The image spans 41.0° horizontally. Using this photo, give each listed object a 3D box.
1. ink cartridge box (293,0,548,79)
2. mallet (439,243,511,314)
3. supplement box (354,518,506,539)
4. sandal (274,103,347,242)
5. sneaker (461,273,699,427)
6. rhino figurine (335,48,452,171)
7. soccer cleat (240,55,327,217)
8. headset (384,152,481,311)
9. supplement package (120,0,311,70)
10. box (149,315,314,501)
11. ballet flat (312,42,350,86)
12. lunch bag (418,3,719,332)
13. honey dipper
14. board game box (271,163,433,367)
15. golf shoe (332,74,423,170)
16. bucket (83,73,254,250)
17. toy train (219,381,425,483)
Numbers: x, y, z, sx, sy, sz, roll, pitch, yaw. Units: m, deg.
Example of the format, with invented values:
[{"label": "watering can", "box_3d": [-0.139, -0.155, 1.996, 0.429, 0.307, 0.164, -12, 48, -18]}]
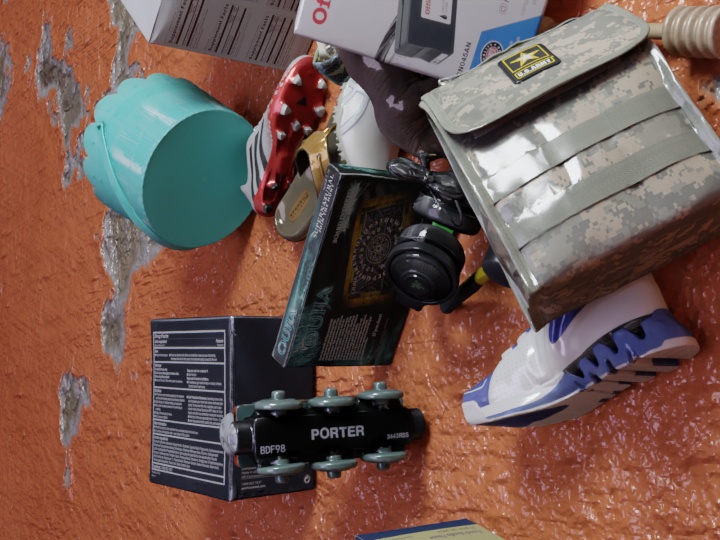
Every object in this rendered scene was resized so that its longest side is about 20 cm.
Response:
[{"label": "ink cartridge box", "box_3d": [0.054, -0.244, 0.814, 0.084, 0.198, 0.146, -93, 19, -72]}, {"label": "mallet", "box_3d": [0.102, 0.011, 0.823, 0.066, 0.041, 0.200, -61, 3, -29]}, {"label": "supplement box", "box_3d": [0.091, 0.340, 0.789, 0.199, 0.133, 0.202, 14, 99, 53]}, {"label": "sandal", "box_3d": [-0.049, -0.114, 1.071, 0.201, 0.054, 0.081, -54, 49, 28]}, {"label": "sneaker", "box_3d": [0.166, 0.047, 0.767, 0.199, 0.080, 0.116, -34, 57, 40]}, {"label": "rhino figurine", "box_3d": [0.049, -0.165, 0.902, 0.201, 0.087, 0.060, 60, 178, 0]}, {"label": "soccer cleat", "box_3d": [-0.097, -0.161, 1.134, 0.085, 0.068, 0.202, 39, 123, 42]}, {"label": "headset", "box_3d": [0.057, -0.040, 0.835, 0.200, 0.093, 0.124, 103, -168, -74]}, {"label": "supplement package", "box_3d": [-0.167, -0.354, 1.128, 0.192, 0.198, 0.148, 54, 128, 40]}, {"label": "box", "box_3d": [-0.154, 0.155, 1.139, 0.199, 0.122, 0.201, -5, 85, 51]}, {"label": "ballet flat", "box_3d": [-0.013, -0.300, 1.019, 0.074, 0.074, 0.202, 7, 90, 53]}, {"label": "lunch bag", "box_3d": [0.149, -0.089, 0.691, 0.163, 0.118, 0.201, -26, 66, 3]}, {"label": "honey dipper", "box_3d": [0.206, -0.190, 0.757, 0.199, 0.038, 0.038, 24, 107, 54]}, {"label": "board game box", "box_3d": [0.000, 0.000, 0.935, 0.028, 0.134, 0.202, 38, 117, 47]}, {"label": "golf shoe", "box_3d": [0.029, -0.180, 0.962, 0.097, 0.078, 0.203, 4, 93, 45]}, {"label": "bucket", "box_3d": [-0.227, -0.133, 1.200, 0.134, 0.206, 0.209, 32, 113, 42]}, {"label": "toy train", "box_3d": [-0.039, 0.156, 0.936, 0.114, 0.198, 0.086, 163, 104, -66]}]
